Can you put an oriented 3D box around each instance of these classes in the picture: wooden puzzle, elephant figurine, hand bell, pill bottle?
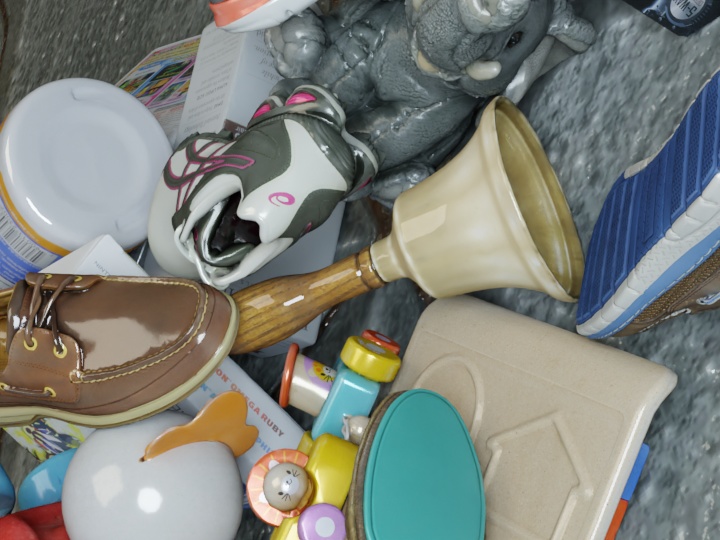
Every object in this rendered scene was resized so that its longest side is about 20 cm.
[{"bbox_3d":[0.057,0.120,0.729,0.185,0.046,0.201,20,84,59],"label":"wooden puzzle"},{"bbox_3d":[0.053,-0.122,0.795,0.200,0.141,0.156,-35,46,42],"label":"elephant figurine"},{"bbox_3d":[0.000,0.000,0.762,0.199,0.104,0.105,-22,49,21],"label":"hand bell"},{"bbox_3d":[-0.205,-0.035,0.988,0.200,0.112,0.113,-31,46,55],"label":"pill bottle"}]

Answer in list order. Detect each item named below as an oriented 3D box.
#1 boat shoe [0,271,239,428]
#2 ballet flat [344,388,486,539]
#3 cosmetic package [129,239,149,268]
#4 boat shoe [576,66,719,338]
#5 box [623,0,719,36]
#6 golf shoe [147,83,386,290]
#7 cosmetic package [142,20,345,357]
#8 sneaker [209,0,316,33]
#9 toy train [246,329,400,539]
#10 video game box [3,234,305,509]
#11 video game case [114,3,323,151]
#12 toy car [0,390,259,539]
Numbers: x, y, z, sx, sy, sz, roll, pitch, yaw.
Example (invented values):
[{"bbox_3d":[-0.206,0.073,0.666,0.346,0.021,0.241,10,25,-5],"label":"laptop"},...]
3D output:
[{"bbox_3d":[-0.153,0.037,0.789,0.199,0.068,0.072,-10,53,33],"label":"boat shoe"},{"bbox_3d":[0.023,0.147,0.666,0.072,0.067,0.201,119,151,-42],"label":"ballet flat"},{"bbox_3d":[-0.167,-0.016,1.116,0.200,0.074,0.102,16,83,61],"label":"cosmetic package"},{"bbox_3d":[0.146,-0.012,0.635,0.200,0.072,0.073,121,163,-68],"label":"boat shoe"},{"bbox_3d":[0.098,-0.222,0.727,0.043,0.199,0.161,-32,46,43],"label":"box"},{"bbox_3d":[-0.074,-0.030,0.802,0.088,0.077,0.200,-50,11,-34],"label":"golf shoe"},{"bbox_3d":[-0.064,-0.056,0.970,0.074,0.101,0.201,-16,59,54],"label":"cosmetic package"},{"bbox_3d":[-0.001,-0.198,0.763,0.199,0.082,0.077,-32,22,0],"label":"sneaker"},{"bbox_3d":[-0.040,0.116,0.781,0.150,0.055,0.201,119,173,-49],"label":"toy train"},{"bbox_3d":[-0.148,0.079,0.934,0.200,0.182,0.047,-24,23,49],"label":"video game box"},{"bbox_3d":[-0.141,-0.117,1.097,0.199,0.024,0.182,-6,35,48],"label":"video game case"},{"bbox_3d":[-0.114,0.139,0.831,0.200,0.177,0.185,-46,62,20],"label":"toy car"}]
